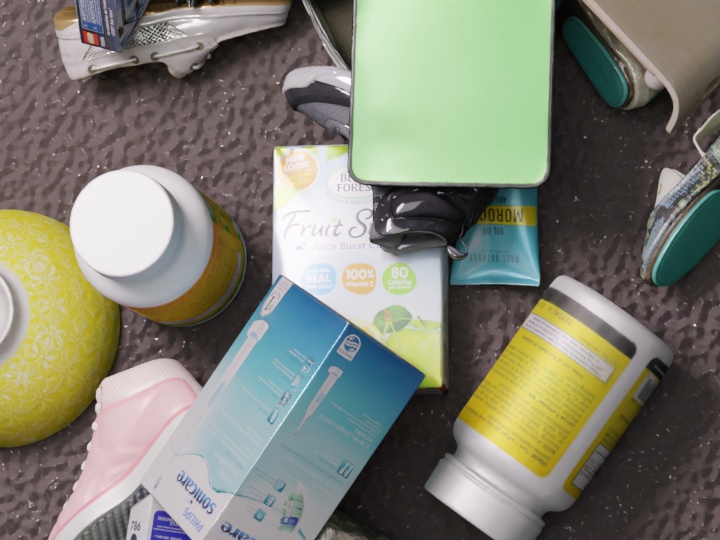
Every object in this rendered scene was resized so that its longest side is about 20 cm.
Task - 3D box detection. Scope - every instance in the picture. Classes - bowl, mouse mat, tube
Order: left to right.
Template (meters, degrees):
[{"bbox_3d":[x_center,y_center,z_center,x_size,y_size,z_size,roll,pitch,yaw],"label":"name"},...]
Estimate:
[{"bbox_3d":[-0.306,0.041,1.781,0.199,0.108,0.201,-1,81,9],"label":"bowl"},{"bbox_3d":[0.070,-0.163,1.663,0.160,0.008,0.201,2,90,12],"label":"mouse mat"},{"bbox_3d":[0.115,-0.087,1.764,0.077,0.050,0.201,1,85,29],"label":"tube"}]

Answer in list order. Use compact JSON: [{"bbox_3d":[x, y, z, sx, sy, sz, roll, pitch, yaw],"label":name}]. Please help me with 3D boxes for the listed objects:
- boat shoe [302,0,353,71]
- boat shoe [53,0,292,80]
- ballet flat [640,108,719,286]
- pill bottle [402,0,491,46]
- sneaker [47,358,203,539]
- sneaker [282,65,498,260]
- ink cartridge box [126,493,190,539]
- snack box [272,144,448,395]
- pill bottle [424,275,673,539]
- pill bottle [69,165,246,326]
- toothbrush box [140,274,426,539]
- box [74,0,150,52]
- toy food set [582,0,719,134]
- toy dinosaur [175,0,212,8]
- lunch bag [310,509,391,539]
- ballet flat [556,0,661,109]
[{"bbox_3d":[-0.016,-0.239,1.793,0.072,0.071,0.201,-26,77,5],"label":"boat shoe"},{"bbox_3d":[-0.154,-0.197,1.818,0.199,0.071,0.070,-7,112,-1],"label":"boat shoe"},{"bbox_3d":[0.280,-0.075,1.730,0.074,0.074,0.200,43,88,13],"label":"ballet flat"},{"bbox_3d":[0.055,-0.258,1.743,0.112,0.112,0.201,-24,63,5],"label":"pill bottle"},{"bbox_3d":[-0.195,0.156,1.768,0.200,0.075,0.105,-47,51,15],"label":"sneaker"},{"bbox_3d":[0.014,-0.082,1.709,0.199,0.076,0.114,23,80,11],"label":"sneaker"},{"bbox_3d":[-0.142,0.255,1.730,0.099,0.039,0.201,13,82,-30],"label":"ink cartridge box"},{"bbox_3d":[0.000,0.000,1.763,0.142,0.053,0.201,-1,80,8],"label":"snack box"},{"bbox_3d":[0.144,0.115,1.691,0.114,0.114,0.200,35,88,13],"label":"pill bottle"},{"bbox_3d":[-0.163,-0.021,1.718,0.111,0.200,0.112,-1,81,9],"label":"pill bottle"},{"bbox_3d":[-0.062,0.122,1.646,0.085,0.146,0.200,36,87,-27],"label":"toothbrush box"},{"bbox_3d":[-0.179,-0.295,1.753,0.040,0.137,0.200,15,52,11],"label":"box"},{"bbox_3d":[0.212,-0.214,1.718,0.200,0.060,0.143,48,47,2],"label":"toy food set"},{"bbox_3d":[-0.104,-0.295,1.760,0.102,0.200,0.136,1,117,26],"label":"toy dinosaur"},{"bbox_3d":[-0.024,0.290,1.681,0.167,0.139,0.200,31,88,-28],"label":"lunch bag"},{"bbox_3d":[0.182,-0.219,1.772,0.062,0.067,0.200,-28,80,-26],"label":"ballet flat"}]
